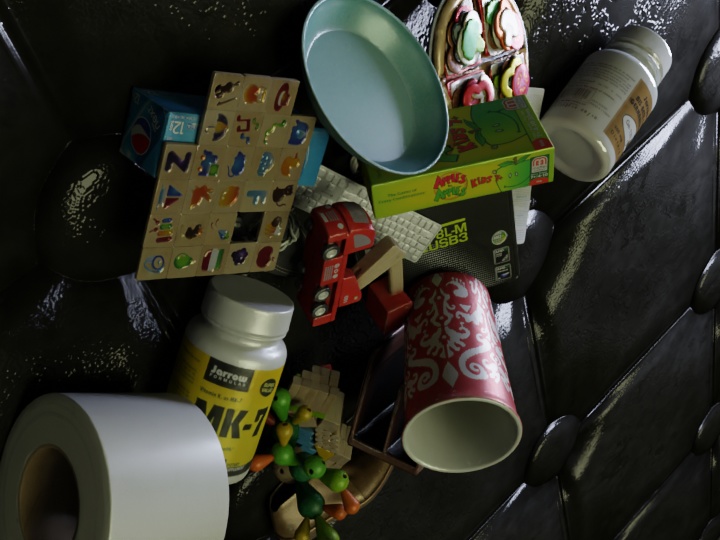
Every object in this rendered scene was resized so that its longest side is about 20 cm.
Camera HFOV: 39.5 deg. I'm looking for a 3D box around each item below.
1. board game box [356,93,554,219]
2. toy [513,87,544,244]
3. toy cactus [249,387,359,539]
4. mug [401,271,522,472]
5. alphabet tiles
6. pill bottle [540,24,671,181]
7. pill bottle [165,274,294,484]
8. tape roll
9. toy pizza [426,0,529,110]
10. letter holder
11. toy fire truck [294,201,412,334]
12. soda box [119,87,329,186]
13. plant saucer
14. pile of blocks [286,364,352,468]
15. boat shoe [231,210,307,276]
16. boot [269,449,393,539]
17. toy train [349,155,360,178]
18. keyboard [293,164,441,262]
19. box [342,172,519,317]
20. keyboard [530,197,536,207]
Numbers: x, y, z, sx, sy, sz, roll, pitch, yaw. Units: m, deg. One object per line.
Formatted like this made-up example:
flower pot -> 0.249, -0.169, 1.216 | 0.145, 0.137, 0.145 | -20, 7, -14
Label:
board game box -> 0.099, -0.125, 1.083 | 0.196, 0.102, 0.048 | -12, 135, -4
toy -> 0.175, -0.135, 1.283 | 0.114, 0.047, 0.204 | -6, 109, -43
toy cactus -> -0.080, 0.241, 1.193 | 0.101, 0.165, 0.202 | -31, 94, -19
mug -> 0.103, 0.125, 1.171 | 0.131, 0.202, 0.179 | 5, 135, -8
alphabet tiles -> -0.121, -0.086, 0.941 | 0.165, 0.008, 0.203 | -5, 120, -44
pill bottle -> 0.329, -0.227, 1.337 | 0.201, 0.113, 0.115 | -52, 141, -20
pill bottle -> -0.145, 0.115, 1.070 | 0.113, 0.114, 0.203 | 2, 113, -46
tape roll -> -0.242, 0.220, 0.968 | 0.138, 0.202, 0.205 | 8, 109, -48
toy pizza -> 0.146, -0.239, 1.159 | 0.198, 0.031, 0.204 | -8, 101, -47
letter holder -> 0.082, 0.145, 1.290 | 0.199, 0.099, 0.144 | -27, 133, -61
toy fire truck -> 0.000, 0.000, 1.106 | 0.139, 0.049, 0.202 | -16, 142, -26
soda box -> -0.127, -0.126, 0.967 | 0.198, 0.068, 0.065 | -2, 117, -45
plant saucer -> 0.009, -0.184, 1.023 | 0.198, 0.036, 0.203 | 20, 58, -35
pile of blocks -> -0.054, 0.174, 1.258 | 0.202, 0.081, 0.063 | 81, 14, -48
boat shoe -> -0.099, -0.039, 1.056 | 0.073, 0.062, 0.200 | -53, 141, -5
boot -> -0.035, 0.281, 1.333 | 0.199, 0.073, 0.076 | -33, 125, -24
toy train -> 0.083, -0.147, 1.183 | 0.198, 0.055, 0.152 | 0, 114, -46
keyboard -> 0.000, -0.066, 1.117 | 0.198, 0.011, 0.056 | 24, 121, -29
box -> 0.085, -0.048, 1.189 | 0.197, 0.048, 0.195 | -15, 133, -3
keyboard -> 0.202, -0.107, 1.362 | 0.199, 0.021, 0.128 | -41, 138, -19
